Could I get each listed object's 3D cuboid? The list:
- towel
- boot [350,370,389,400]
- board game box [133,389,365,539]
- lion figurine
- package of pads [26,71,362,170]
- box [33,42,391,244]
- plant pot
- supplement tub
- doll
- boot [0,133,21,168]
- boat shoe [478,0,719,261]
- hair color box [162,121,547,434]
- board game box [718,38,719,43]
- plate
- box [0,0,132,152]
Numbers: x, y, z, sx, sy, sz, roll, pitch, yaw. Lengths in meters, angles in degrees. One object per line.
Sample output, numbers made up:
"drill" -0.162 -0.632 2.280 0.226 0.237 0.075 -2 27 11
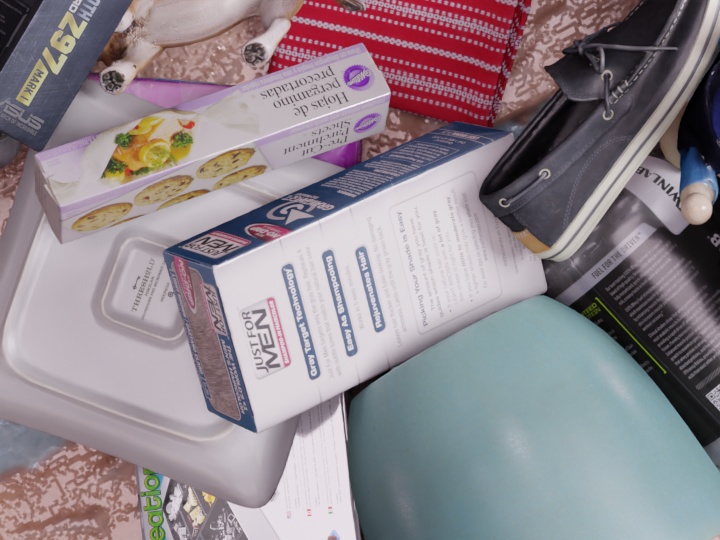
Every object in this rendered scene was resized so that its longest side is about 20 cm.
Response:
"towel" 0.032 -0.181 1.302 0.144 0.022 0.200 16 121 2
"boot" -0.004 0.125 1.329 0.200 0.072 0.167 17 95 6
"board game box" -0.064 0.122 1.292 0.126 0.035 0.200 -7 85 7
"lion figurine" -0.089 -0.155 1.296 0.200 0.123 0.073 -4 112 9
"package of pads" -0.101 -0.051 1.327 0.200 0.076 0.121 6 96 2
"box" -0.081 -0.070 1.239 0.200 0.041 0.039 -20 64 -18
"plant pot" 0.086 0.111 1.237 0.200 0.201 0.161 -29 82 2
"supplement tub" 0.184 0.013 1.297 0.123 0.123 0.200 -43 90 2
"doll" 0.198 -0.085 1.166 0.048 0.200 0.137 22 78 -9
"boot" -0.255 -0.004 1.324 0.200 0.070 0.132 -23 92 32
"boat shoe" 0.132 -0.098 1.199 0.062 0.075 0.200 29 106 -14
"hair color box" 0.000 0.000 1.233 0.200 0.061 0.100 -25 112 -27
"board game box" 0.242 -0.159 1.281 0.200 0.151 0.037 40 126 1
"plate" -0.114 0.011 1.269 0.200 0.032 0.200 19 88 5
"box" -0.192 -0.168 1.273 0.051 0.200 0.158 28 93 -35
